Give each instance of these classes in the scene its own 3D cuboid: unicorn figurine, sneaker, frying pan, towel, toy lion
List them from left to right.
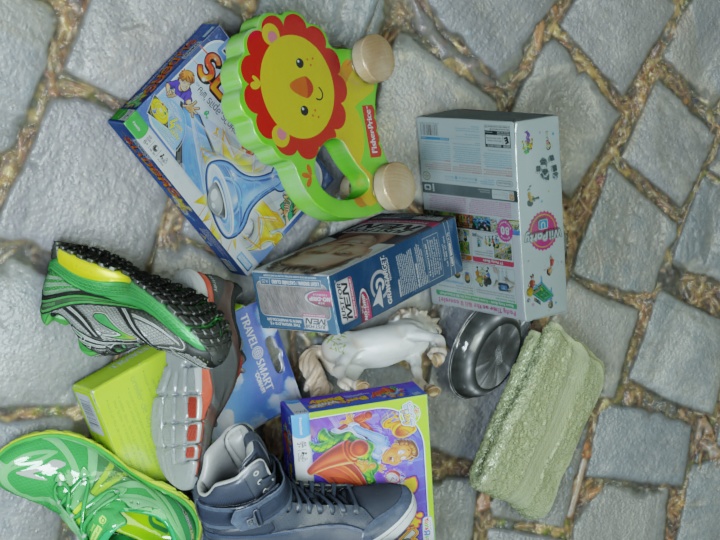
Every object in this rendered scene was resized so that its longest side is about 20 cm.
[{"bbox_3d":[-0.233,0.204,1.495,0.200,0.084,0.074,24,110,-8],"label":"sneaker"},{"bbox_3d":[-0.196,0.044,1.473,0.078,0.200,0.085,5,106,-58],"label":"sneaker"},{"bbox_3d":[-0.135,0.100,1.532,0.082,0.077,0.201,3,95,-41],"label":"sneaker"},{"bbox_3d":[-0.052,0.196,1.511,0.202,0.077,0.147,-17,120,-11],"label":"sneaker"},{"bbox_3d":[-0.047,-0.143,1.586,0.191,0.069,0.201,-10,90,-44],"label":"toy lion"},{"bbox_3d":[0.032,0.082,1.686,0.199,0.137,0.074,1,117,-22],"label":"unicorn figurine"},{"bbox_3d":[0.161,0.077,1.820,0.190,0.031,0.115,-18,124,-44],"label":"frying pan"},{"bbox_3d":[0.197,0.166,1.842,0.148,0.036,0.200,33,80,-46],"label":"towel"}]

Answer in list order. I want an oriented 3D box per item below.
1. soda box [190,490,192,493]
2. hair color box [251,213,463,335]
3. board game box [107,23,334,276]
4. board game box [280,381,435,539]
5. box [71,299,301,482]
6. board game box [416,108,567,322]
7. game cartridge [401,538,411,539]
[{"bbox_3d":[-0.076,0.264,1.658,0.063,0.068,0.200,-48,120,-17],"label":"soda box"},{"bbox_3d":[0.000,0.000,1.626,0.200,0.100,0.061,-26,112,-47],"label":"hair color box"},{"bbox_3d":[-0.127,-0.112,1.585,0.135,0.034,0.200,-50,122,-19],"label":"board game box"},{"bbox_3d":[0.000,0.215,1.607,0.134,0.045,0.201,-8,105,-15],"label":"board game box"},{"bbox_3d":[-0.160,0.116,1.588,0.200,0.048,0.122,-29,113,-29],"label":"box"},{"bbox_3d":[0.134,-0.059,1.713,0.064,0.147,0.201,-12,105,-36],"label":"board game box"},{"bbox_3d":[-0.038,0.312,1.522,0.041,0.200,0.133,56,17,11],"label":"game cartridge"}]
